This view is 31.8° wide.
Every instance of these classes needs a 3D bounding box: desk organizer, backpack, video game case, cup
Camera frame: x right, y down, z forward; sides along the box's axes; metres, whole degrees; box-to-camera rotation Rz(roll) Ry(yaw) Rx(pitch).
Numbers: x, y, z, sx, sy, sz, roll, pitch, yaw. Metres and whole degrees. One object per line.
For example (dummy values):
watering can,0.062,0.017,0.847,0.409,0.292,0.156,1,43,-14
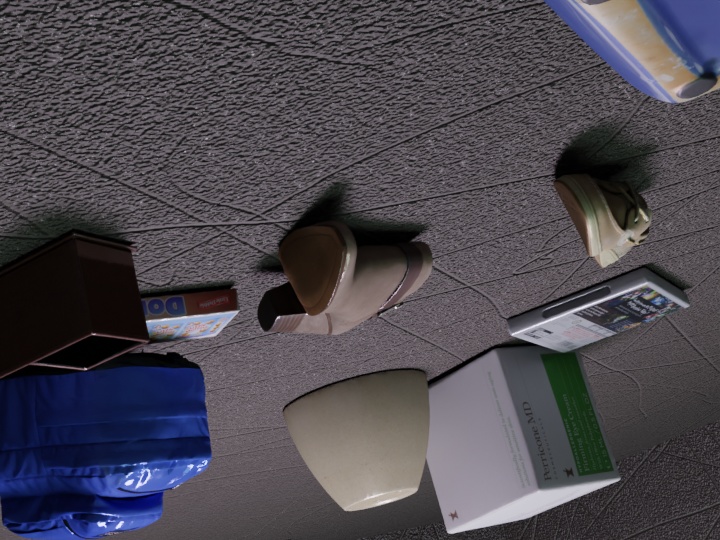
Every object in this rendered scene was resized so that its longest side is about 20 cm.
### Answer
desk organizer,-0.261,0.048,0.972,0.198,0.078,0.071,-24,161,26
backpack,-0.234,0.158,1.168,0.198,0.170,0.162,-14,173,26
video game case,0.296,0.052,1.557,0.180,0.024,0.199,-23,160,23
cup,0.009,0.231,1.660,0.197,0.145,0.201,-14,162,-5

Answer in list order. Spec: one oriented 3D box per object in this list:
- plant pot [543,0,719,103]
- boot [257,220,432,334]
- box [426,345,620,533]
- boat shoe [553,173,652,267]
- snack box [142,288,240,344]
plant pot,0.125,-0.178,0.430,0.198,0.182,0.199,-24,161,23
boot,0.000,0.000,1.086,0.145,0.071,0.200,-13,165,-30
box,0.205,0.225,1.714,0.170,0.202,0.200,-1,156,-38
boat shoe,0.216,-0.051,1.096,0.064,0.073,0.200,-28,163,11
snack box,-0.208,0.047,1.104,0.197,0.025,0.072,-6,161,-28
